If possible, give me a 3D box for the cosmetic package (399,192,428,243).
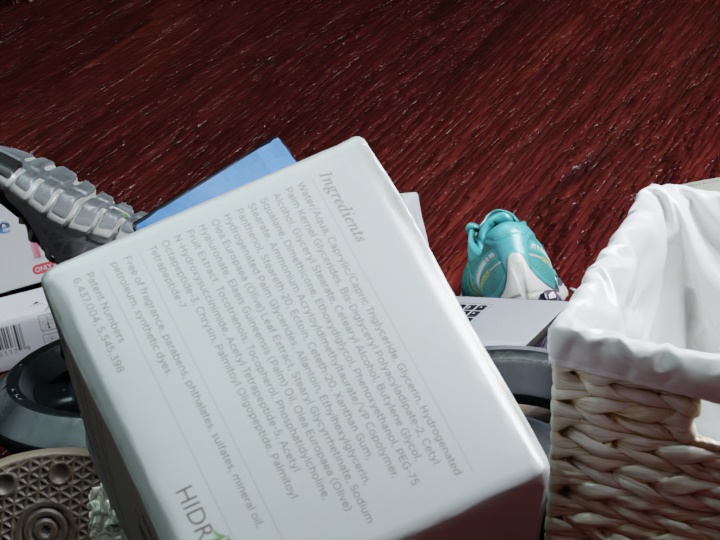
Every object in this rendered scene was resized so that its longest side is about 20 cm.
[{"bbox_3d":[-0.015,0.029,1.603,0.081,0.113,0.200,-5,16,23],"label":"cosmetic package"}]

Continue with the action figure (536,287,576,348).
[{"bbox_3d":[0.100,0.056,1.507,0.199,0.070,0.130,-2,11,21],"label":"action figure"}]

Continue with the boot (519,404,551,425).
[{"bbox_3d":[0.093,0.100,1.385,0.146,0.071,0.200,-14,16,-28],"label":"boot"}]

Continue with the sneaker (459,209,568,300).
[{"bbox_3d":[0.107,-0.005,1.656,0.077,0.080,0.200,-14,3,-3],"label":"sneaker"}]

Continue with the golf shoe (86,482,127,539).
[{"bbox_3d":[-0.083,0.168,1.301,0.097,0.079,0.200,-3,14,-34],"label":"golf shoe"}]

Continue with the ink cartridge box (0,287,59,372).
[{"bbox_3d":[-0.260,0.025,1.918,0.162,0.057,0.200,-14,21,-3],"label":"ink cartridge box"}]

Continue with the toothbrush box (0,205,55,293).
[{"bbox_3d":[-0.323,-0.025,2.009,0.145,0.086,0.200,-16,5,-12],"label":"toothbrush box"}]

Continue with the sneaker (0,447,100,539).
[{"bbox_3d":[-0.247,0.151,1.446,0.199,0.071,0.076,-18,16,-18],"label":"sneaker"}]

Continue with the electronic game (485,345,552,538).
[{"bbox_3d":[0.082,0.113,1.256,0.199,0.042,0.200,0,42,0],"label":"electronic game"}]

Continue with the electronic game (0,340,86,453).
[{"bbox_3d":[-0.162,0.085,1.622,0.199,0.042,0.200,-5,22,2],"label":"electronic game"}]

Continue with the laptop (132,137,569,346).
[{"bbox_3d":[0.000,0.000,1.419,0.199,0.116,0.187,2,21,27],"label":"laptop"}]

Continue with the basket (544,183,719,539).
[{"bbox_3d":[0.201,0.076,1.112,0.198,0.161,0.200,12,27,17],"label":"basket"}]

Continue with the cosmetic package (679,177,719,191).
[{"bbox_3d":[0.258,-0.003,1.569,0.103,0.073,0.200,-9,18,15],"label":"cosmetic package"}]

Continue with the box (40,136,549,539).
[{"bbox_3d":[-0.030,0.088,1.109,0.171,0.200,0.199,-23,-26,-11],"label":"box"}]

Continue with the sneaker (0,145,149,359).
[{"bbox_3d":[-0.201,0.000,1.598,0.200,0.116,0.075,27,14,8],"label":"sneaker"}]
